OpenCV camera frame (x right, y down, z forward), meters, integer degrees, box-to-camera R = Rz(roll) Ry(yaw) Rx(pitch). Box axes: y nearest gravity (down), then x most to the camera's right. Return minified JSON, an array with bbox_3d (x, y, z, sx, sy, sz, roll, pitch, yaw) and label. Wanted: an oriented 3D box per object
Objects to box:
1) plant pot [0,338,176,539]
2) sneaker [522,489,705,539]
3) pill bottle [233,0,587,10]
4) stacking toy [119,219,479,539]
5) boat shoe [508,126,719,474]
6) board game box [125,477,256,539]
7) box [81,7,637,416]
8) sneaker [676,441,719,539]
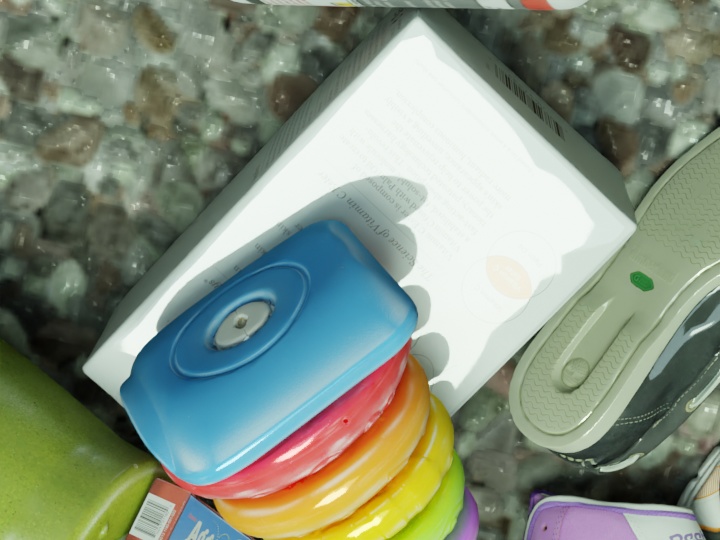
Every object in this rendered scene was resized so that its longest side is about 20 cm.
[{"bbox_3d":[-0.183,0.100,0.900,0.192,0.200,0.201,23,106,15],"label":"plant pot"},{"bbox_3d":[0.073,0.162,1.008,0.200,0.073,0.115,-24,68,26],"label":"sneaker"},{"bbox_3d":[-0.006,-0.160,0.878,0.199,0.116,0.117,3,106,17],"label":"pill bottle"},{"bbox_3d":[0.006,0.091,0.875,0.110,0.116,0.200,-37,118,-2],"label":"stacking toy"},{"bbox_3d":[0.149,0.004,0.963,0.200,0.072,0.068,-48,134,7],"label":"boat shoe"},{"bbox_3d":[-0.062,0.161,0.933,0.019,0.200,0.103,21,77,26],"label":"board game box"},{"bbox_3d":[0.000,0.000,0.943,0.124,0.098,0.200,43,102,-9],"label":"box"},{"bbox_3d":[0.183,0.093,0.970,0.073,0.080,0.201,15,107,-3],"label":"sneaker"}]
